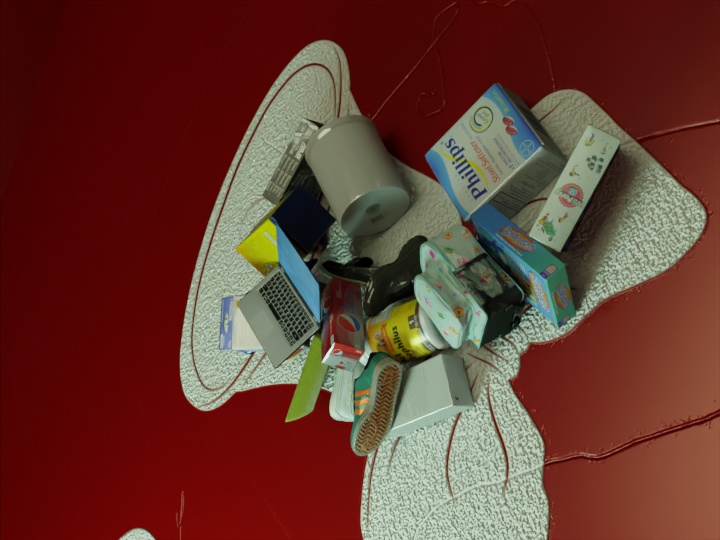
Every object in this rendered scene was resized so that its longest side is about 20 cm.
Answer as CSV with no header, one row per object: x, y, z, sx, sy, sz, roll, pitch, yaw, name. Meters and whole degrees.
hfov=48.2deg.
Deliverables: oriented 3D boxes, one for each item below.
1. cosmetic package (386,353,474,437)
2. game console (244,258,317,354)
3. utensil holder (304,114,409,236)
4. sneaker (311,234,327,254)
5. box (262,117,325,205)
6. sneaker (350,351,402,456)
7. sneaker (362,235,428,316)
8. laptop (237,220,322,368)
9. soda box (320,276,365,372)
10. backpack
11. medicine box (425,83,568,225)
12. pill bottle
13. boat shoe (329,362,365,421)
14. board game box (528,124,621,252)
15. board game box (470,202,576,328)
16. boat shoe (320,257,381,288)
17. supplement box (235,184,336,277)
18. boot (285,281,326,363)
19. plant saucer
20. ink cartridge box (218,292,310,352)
0.110,0.243,1.541,0.200,0.071,0.102,-29,61,35,cosmetic package
-0.173,0.076,1.766,0.199,0.118,0.171,-26,71,17,game console
-0.006,-0.198,1.698,0.170,0.170,0.201,-42,55,27,utensil holder
-0.146,-0.039,1.850,0.112,0.077,0.201,24,96,45,sneaker
-0.122,-0.238,1.819,0.050,0.158,0.200,35,104,19,box
0.022,0.250,1.533,0.080,0.071,0.201,34,109,60,sneaker
0.086,0.019,1.582,0.091,0.076,0.200,36,77,33,sneaker
-0.166,0.049,1.584,0.200,0.116,0.187,-42,55,9,laptop
-0.036,0.103,1.596,0.200,0.070,0.064,-94,28,-50,soda box
0.179,0.027,1.432,0.153,0.176,0.200,-25,65,-7,backpack
0.251,-0.208,1.504,0.200,0.103,0.183,-44,53,25,medicine box
0.082,0.125,1.571,0.200,0.109,0.110,-25,63,37,pill bottle
-0.009,0.215,1.673,0.071,0.070,0.202,8,84,26,boat shoe
0.360,-0.133,1.348,0.064,0.147,0.201,29,101,14,board game box
0.281,-0.010,1.391,0.045,0.152,0.200,-37,51,-7,board game box
0.000,0.000,1.702,0.199,0.074,0.063,14,102,38,boat shoe
-0.160,-0.075,1.697,0.109,0.110,0.200,-53,12,-33,supplement box
-0.134,0.117,1.803,0.075,0.107,0.200,32,74,33,boot
-0.092,0.203,1.690,0.048,0.200,0.201,19,101,0,plant saucer
-0.200,0.108,1.684,0.199,0.042,0.120,-5,76,19,ink cartridge box
